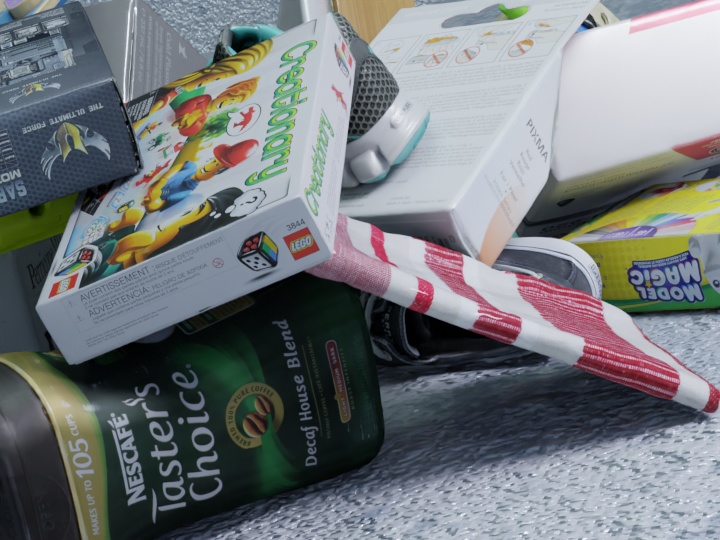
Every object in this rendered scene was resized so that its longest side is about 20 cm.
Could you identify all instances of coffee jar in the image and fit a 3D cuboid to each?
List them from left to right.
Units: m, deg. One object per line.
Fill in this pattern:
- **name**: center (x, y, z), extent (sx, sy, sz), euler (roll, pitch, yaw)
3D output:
- **coffee jar**: center (-0.091, 0.069, 0.913), extent (0.199, 0.105, 0.085), euler (-21, 21, -28)

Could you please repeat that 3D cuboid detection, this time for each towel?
- **towel**: center (0.057, 0.011, 0.944), extent (0.198, 0.023, 0.144), euler (20, 8, -13)

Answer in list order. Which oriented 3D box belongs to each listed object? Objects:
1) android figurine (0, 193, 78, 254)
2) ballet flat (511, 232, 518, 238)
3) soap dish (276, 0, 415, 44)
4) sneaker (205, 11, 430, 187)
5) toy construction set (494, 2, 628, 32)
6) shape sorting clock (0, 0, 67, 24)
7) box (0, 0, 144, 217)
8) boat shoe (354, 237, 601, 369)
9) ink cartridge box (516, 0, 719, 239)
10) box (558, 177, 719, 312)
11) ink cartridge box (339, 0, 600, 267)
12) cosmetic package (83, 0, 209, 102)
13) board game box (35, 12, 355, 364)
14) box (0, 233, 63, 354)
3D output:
- **android figurine**: center (-0.193, -0.036, 1.045), extent (0.199, 0.041, 0.181), euler (-23, 16, -32)
- **ballet flat**: center (0.000, 0.000, 1.185), extent (0.198, 0.063, 0.067), euler (-16, 6, 21)
- **soap dish**: center (-0.005, -0.111, 1.327), extent (0.080, 0.158, 0.201), euler (-2, 51, -10)
- **sneaker**: center (-0.058, -0.092, 1.095), extent (0.199, 0.092, 0.078), euler (-9, 36, 37)
- **toy construction set**: center (0.127, -0.128, 1.379), extent (0.131, 0.093, 0.199), euler (-27, -31, 35)
- **shape sorting clock**: center (-0.244, -0.144, 1.230), extent (0.199, 0.039, 0.201), euler (-33, 24, 17)
- **box**: center (-0.210, -0.059, 0.963), extent (0.198, 0.051, 0.158), euler (-20, 23, -7)
- **boat shoe**: center (0.027, 0.022, 1.095), extent (0.198, 0.072, 0.068), euler (-1, 15, 24)
- **ink cartridge box**: center (0.156, -0.085, 1.236), extent (0.144, 0.086, 0.200), euler (-15, -8, -7)
- **box**: center (0.196, -0.016, 1.114), extent (0.199, 0.049, 0.117), euler (-1, 18, 41)
- **ink cartridge box**: center (0.041, -0.076, 1.120), extent (0.161, 0.050, 0.200), euler (-1, 38, 41)
- **cosmetic package**: center (-0.127, -0.076, 1.273), extent (0.089, 0.108, 0.200), euler (-9, -21, 25)
- **board game box**: center (-0.068, -0.042, 0.921), extent (0.125, 0.035, 0.200), euler (-22, 25, 14)
- **box**: center (-0.249, 0.050, 1.118), extent (0.198, 0.132, 0.199), euler (-13, 12, 3)
